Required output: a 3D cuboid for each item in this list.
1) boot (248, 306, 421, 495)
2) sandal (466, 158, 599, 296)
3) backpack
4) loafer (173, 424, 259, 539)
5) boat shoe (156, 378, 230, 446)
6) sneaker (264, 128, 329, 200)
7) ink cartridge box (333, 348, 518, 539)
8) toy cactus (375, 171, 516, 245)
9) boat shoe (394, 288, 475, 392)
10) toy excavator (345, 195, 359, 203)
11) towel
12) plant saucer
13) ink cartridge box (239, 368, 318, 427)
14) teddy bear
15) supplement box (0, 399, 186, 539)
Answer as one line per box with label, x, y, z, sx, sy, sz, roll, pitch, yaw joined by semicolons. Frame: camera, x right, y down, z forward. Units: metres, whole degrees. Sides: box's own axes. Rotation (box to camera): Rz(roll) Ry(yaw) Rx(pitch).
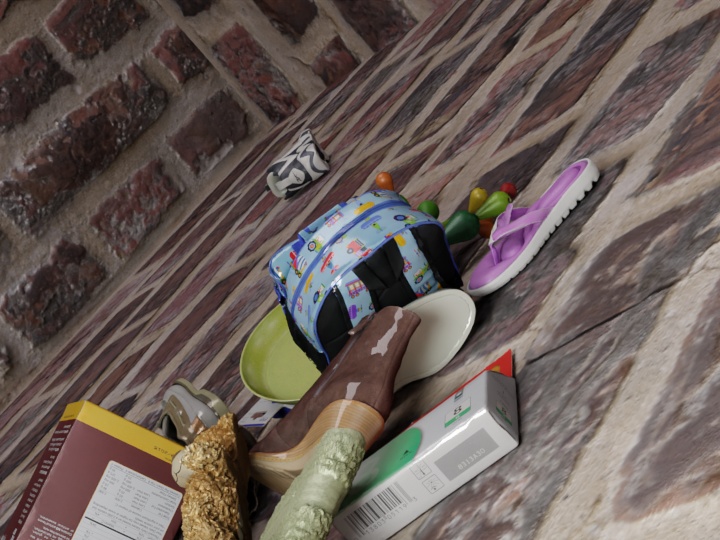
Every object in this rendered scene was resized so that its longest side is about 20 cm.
boot;-0.024;0.123;1.472;0.200;0.072;0.166;-23;36;57
sandal;0.166;-0.051;1.639;0.203;0.050;0.082;-47;13;-25
backpack;0.000;0.000;1.570;0.183;0.135;0.200;-37;-25;-7
loafer;-0.124;0.219;1.565;0.071;0.073;0.200;-32;24;24
boat shoe;-0.217;0.183;1.962;0.068;0.075;0.200;-39;11;-17
sneaker;-0.130;-0.200;3.077;0.130;0.080;0.199;-32;23;6
ink cartridge box;0.056;0.134;1.329;0.161;0.050;0.200;-38;14;15
toy cactus;0.072;-0.044;1.758;0.200;0.102;0.165;-7;29;12
boat shoe;0.028;0.084;1.540;0.200;0.073;0.062;-45;15;9
toy excavator;-0.036;0.029;1.928;0.194;0.100;0.200;-39;20;18
towel;-0.059;0.217;1.252;0.148;0.036;0.200;-64;4;-37
plant saucer;-0.035;0.079;1.723;0.200;0.031;0.200;-20;33;14
ink cartridge box;-0.051;0.115;1.773;0.200;0.037;0.095;-44;12;-23
teddy bear;-0.133;0.216;1.385;0.067;0.145;0.200;-11;57;4
supplement box;-0.262;0.245;1.545;0.200;0.133;0.197;-65;11;-12
